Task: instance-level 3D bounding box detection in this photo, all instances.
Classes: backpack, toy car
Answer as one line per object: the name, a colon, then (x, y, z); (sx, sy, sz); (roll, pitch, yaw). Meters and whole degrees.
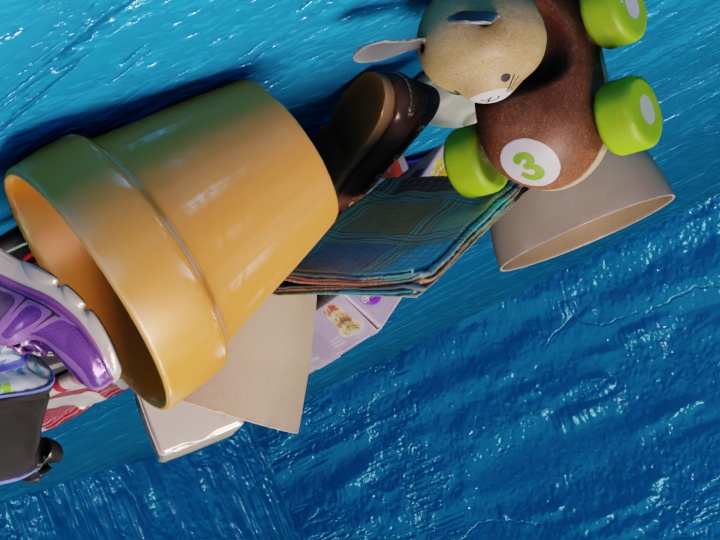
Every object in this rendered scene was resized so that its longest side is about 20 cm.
backpack: (-0.343, 0.068, 1.395); (0.182, 0.199, 0.148); (-13, 124, -42)
toy car: (0.093, -0.144, 1.334); (0.163, 0.160, 0.199); (-14, 167, 34)

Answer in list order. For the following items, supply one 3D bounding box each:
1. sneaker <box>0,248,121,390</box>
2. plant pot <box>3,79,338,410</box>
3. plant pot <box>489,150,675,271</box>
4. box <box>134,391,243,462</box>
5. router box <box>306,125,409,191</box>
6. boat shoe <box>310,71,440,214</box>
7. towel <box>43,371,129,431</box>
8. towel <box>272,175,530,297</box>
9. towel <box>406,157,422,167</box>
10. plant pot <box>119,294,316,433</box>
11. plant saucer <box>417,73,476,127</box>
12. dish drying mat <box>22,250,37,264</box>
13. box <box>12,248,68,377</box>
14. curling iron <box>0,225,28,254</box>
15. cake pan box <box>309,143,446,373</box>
sneaker: (-0.258, 0.030, 1.310); (0.084, 0.199, 0.081); (-59, -177, -17)
plant pot: (-0.122, -0.035, 1.332); (0.183, 0.201, 0.200); (-35, 177, -18)
plant pot: (0.214, -0.100, 1.974); (0.199, 0.136, 0.200); (-22, 172, -3)
box: (-0.156, 0.126, 1.679); (0.081, 0.069, 0.200); (-21, 175, -10)
router box: (-0.075, -0.066, 1.709); (0.199, 0.049, 0.179); (-25, 172, 22)
boat shoe: (-0.010, -0.088, 1.543); (0.070, 0.071, 0.200); (2, 149, -41)
towel: (-0.259, 0.112, 1.648); (0.199, 0.023, 0.144); (-25, 171, 26)
towel: (0.029, -0.031, 1.433); (0.145, 0.022, 0.200); (0, -155, 32)
towel: (0.034, -0.076, 1.987); (0.146, 0.050, 0.200); (-11, 169, -24)
plant pot: (-0.106, 0.006, 1.492); (0.186, 0.202, 0.187); (19, 177, 1)
plant saucer: (0.132, -0.163, 1.626); (0.198, 0.051, 0.200); (-21, 172, -3)
dish drying mat: (-0.186, -0.045, 1.526); (0.076, 0.018, 0.200); (-24, -176, 35)
box: (-0.278, 0.045, 1.644); (0.198, 0.118, 0.197); (-20, 172, -24)
curling iron: (-0.228, -0.049, 1.476); (0.198, 0.026, 0.050); (-24, 179, 6)
cake pan box: (0.000, 0.000, 1.607); (0.185, 0.052, 0.200); (-53, -170, -31)
